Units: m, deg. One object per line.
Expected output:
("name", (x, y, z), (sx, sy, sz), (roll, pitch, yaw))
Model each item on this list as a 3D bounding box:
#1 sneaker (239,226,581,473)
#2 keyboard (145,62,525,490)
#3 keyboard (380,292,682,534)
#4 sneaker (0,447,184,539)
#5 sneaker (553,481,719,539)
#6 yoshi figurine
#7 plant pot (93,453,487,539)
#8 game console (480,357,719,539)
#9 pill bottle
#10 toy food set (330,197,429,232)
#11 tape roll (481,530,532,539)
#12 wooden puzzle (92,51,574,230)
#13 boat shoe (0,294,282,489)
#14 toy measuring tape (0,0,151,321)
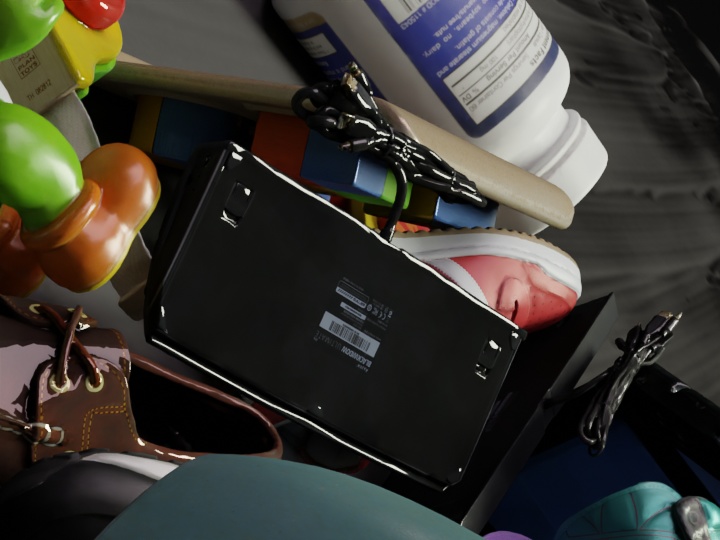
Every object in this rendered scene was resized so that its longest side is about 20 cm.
("sneaker", (0.024, 0.040, 1.010), (0.199, 0.071, 0.113), (3, 60, -33))
("keyboard", (0.000, 0.000, 0.884), (0.021, 0.128, 0.200), (18, -10, 43))
("keyboard", (0.074, 0.066, 1.007), (0.021, 0.126, 0.200), (59, 36, -15))
("sneaker", (-0.045, 0.141, 0.754), (0.200, 0.075, 0.088), (46, 28, -30))
("sneaker", (0.123, 0.150, 0.928), (0.121, 0.083, 0.200), (63, 12, 4))
("yoshi figurine", (-0.161, -0.079, 0.783), (0.200, 0.112, 0.112), (40, 9, -34))
("plant pot", (-0.019, 0.147, 0.627), (0.161, 0.201, 0.200), (38, 16, 11))
("game console", (0.151, 0.150, 1.056), (0.200, 0.116, 0.176), (50, -4, -22))
("pill bottle", (0.052, -0.118, 1.330), (0.200, 0.119, 0.120), (51, 19, -17))
("toy food set", (0.038, 0.029, 1.170), (0.200, 0.048, 0.199), (47, 21, -29))
("tape roll", (0.079, 0.212, 0.955), (0.200, 0.065, 0.201), (48, 20, -24))
("wooden puzzle", (-0.024, -0.053, 1.035), (0.199, 0.047, 0.185), (16, -1, 29))
("boat shoe", (-0.104, 0.041, 0.770), (0.200, 0.070, 0.071), (30, 33, -51))
("toy measuring tape", (-0.114, -0.071, 0.928), (0.201, 0.073, 0.073), (62, 19, 14))
